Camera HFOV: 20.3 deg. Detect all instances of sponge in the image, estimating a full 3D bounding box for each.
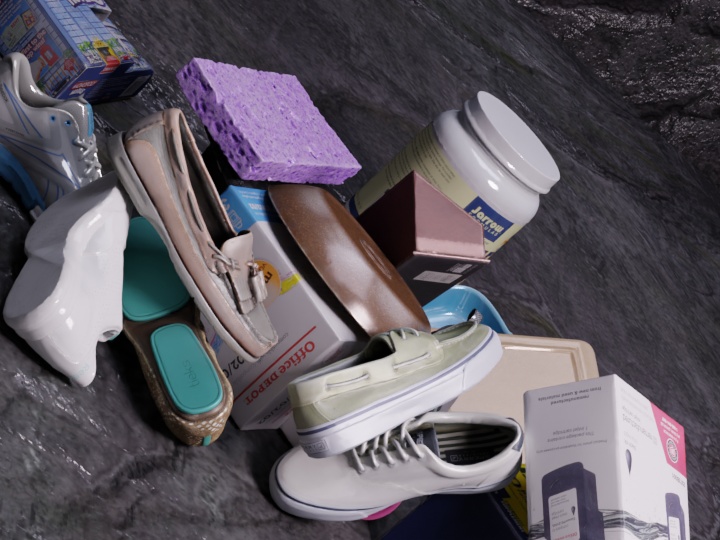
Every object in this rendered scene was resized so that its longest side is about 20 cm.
[{"bbox_3d":[-0.079,-0.128,1.762,0.112,0.030,0.200,56,21,14],"label":"sponge"}]

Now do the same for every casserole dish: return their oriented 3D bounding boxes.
[{"bbox_3d":[0.096,0.097,1.912,0.121,0.039,0.200,-12,55,-27],"label":"casserole dish"}]

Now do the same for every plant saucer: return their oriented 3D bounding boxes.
[{"bbox_3d":[0.000,0.000,1.634,0.201,0.037,0.200,50,6,-7],"label":"plant saucer"}]

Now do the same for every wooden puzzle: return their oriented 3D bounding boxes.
[{"bbox_3d":[0.140,0.139,1.847,0.199,0.037,0.185,8,52,-21],"label":"wooden puzzle"}]

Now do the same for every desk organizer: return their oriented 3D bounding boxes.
[{"bbox_3d":[0.039,-0.018,1.779,0.072,0.200,0.077,6,71,-21],"label":"desk organizer"}]

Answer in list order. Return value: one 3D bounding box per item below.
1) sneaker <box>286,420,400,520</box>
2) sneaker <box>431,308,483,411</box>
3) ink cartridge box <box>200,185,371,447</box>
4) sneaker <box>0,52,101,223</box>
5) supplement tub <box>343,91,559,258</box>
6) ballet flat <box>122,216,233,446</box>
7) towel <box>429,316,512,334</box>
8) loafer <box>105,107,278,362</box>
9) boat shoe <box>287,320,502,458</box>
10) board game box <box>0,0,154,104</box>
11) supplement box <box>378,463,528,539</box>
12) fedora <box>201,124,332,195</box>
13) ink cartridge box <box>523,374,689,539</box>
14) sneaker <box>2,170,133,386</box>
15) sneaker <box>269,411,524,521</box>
[{"bbox_3d":[-0.015,0.113,1.652,0.200,0.081,0.088,61,20,14],"label":"sneaker"},{"bbox_3d":[0.052,0.075,1.763,0.078,0.140,0.200,36,19,-27],"label":"sneaker"},{"bbox_3d":[-0.072,0.046,1.587,0.200,0.115,0.068,53,19,18],"label":"ink cartridge box"},{"bbox_3d":[-0.228,-0.084,1.556,0.200,0.087,0.075,48,16,-4],"label":"sneaker"},{"bbox_3d":[0.092,-0.073,2.071,0.145,0.200,0.145,41,19,-18],"label":"supplement tub"},{"bbox_3d":[-0.147,0.051,1.508,0.065,0.070,0.200,94,-19,-51],"label":"ballet flat"},{"bbox_3d":[0.134,0.119,2.015,0.171,0.048,0.200,23,30,-53],"label":"towel"},{"bbox_3d":[-0.112,-0.026,1.493,0.200,0.063,0.072,57,12,-8],"label":"loafer"},{"bbox_3d":[0.030,0.076,1.518,0.200,0.072,0.062,-27,104,-38],"label":"boat shoe"},{"bbox_3d":[-0.285,-0.240,1.789,0.200,0.062,0.200,50,18,4],"label":"board game box"},{"bbox_3d":[0.124,0.233,1.653,0.109,0.109,0.200,55,19,22],"label":"supplement box"},{"bbox_3d":[-0.096,-0.052,1.774,0.201,0.092,0.201,42,22,-21],"label":"fedora"},{"bbox_3d":[0.193,0.201,1.550,0.145,0.084,0.201,35,49,-52],"label":"ink cartridge box"},{"bbox_3d":[-0.199,0.007,1.464,0.089,0.075,0.200,55,28,-26],"label":"sneaker"},{"bbox_3d":[0.029,0.138,1.528,0.071,0.199,0.073,100,-23,-55],"label":"sneaker"}]
